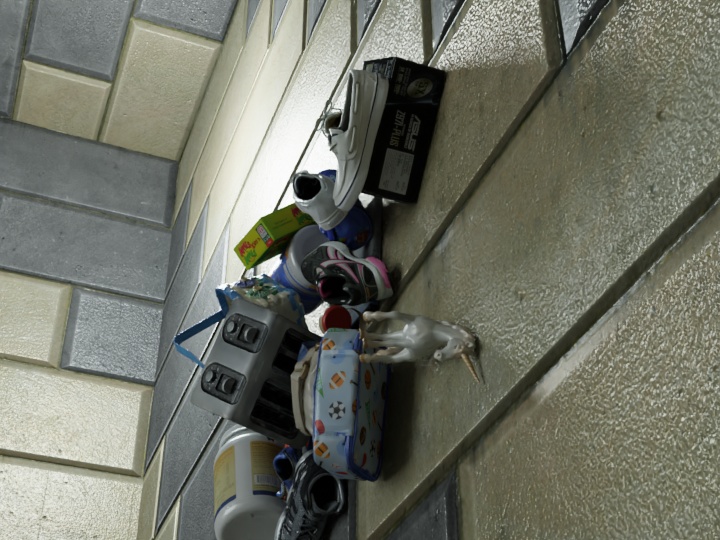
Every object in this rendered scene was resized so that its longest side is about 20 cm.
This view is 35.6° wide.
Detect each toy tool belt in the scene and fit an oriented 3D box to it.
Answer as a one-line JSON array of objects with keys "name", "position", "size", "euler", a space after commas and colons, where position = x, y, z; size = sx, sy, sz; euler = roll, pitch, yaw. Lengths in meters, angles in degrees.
[{"name": "toy tool belt", "position": [-0.051, 0.153, 1.684], "size": [0.123, 0.122, 0.204], "euler": [180, 89, -73]}]

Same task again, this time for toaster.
[{"name": "toaster", "position": [-0.140, 0.167, 1.746], "size": [0.118, 0.199, 0.183], "euler": [15, 78, 49]}]

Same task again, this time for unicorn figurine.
[{"name": "unicorn figurine", "position": [0.068, 0.087, 1.386], "size": [0.200, 0.134, 0.075], "euler": [-157, 70, -87]}]

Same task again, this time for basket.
[{"name": "basket", "position": [-0.201, 0.097, 1.871], "size": [0.175, 0.199, 0.141], "euler": [25, 145, 52]}]

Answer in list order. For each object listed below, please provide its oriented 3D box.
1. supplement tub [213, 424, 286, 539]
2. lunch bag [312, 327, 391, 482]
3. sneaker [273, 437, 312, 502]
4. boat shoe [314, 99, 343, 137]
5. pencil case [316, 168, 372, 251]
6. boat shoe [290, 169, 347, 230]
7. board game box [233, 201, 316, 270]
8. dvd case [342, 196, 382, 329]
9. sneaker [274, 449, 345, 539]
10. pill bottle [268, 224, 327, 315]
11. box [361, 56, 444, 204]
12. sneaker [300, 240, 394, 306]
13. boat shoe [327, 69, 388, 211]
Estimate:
[{"name": "supplement tub", "position": [-0.181, 0.373, 1.924], "size": [0.202, 0.142, 0.146], "euler": [-100, 28, -52]}, {"name": "lunch bag", "position": [-0.006, 0.181, 1.529], "size": [0.160, 0.074, 0.204], "euler": [47, -133, -61]}, {"name": "sneaker", "position": [-0.104, 0.302, 1.835], "size": [0.202, 0.077, 0.076], "euler": [-101, 29, -51]}, {"name": "boat shoe", "position": [-0.041, -0.262, 2.004], "size": [0.202, 0.085, 0.076], "euler": [-141, 65, -71]}, {"name": "pencil case", "position": [-0.040, -0.100, 1.827], "size": [0.200, 0.085, 0.079], "euler": [-119, 10, -64]}, {"name": "boat shoe", "position": [-0.078, -0.123, 1.746], "size": [0.072, 0.069, 0.200], "euler": [-38, 26, 5]}, {"name": "board game box", "position": [-0.121, -0.076, 1.956], "size": [0.048, 0.199, 0.102], "euler": [53, 133, 7]}, {"name": "dvd case", "position": [0.000, 0.000, 1.808], "size": [0.143, 0.017, 0.203], "euler": [130, 148, -56]}, {"name": "sneaker", "position": [-0.076, 0.376, 1.697], "size": [0.114, 0.074, 0.204], "euler": [172, 112, -75]}, {"name": "pill bottle", "position": [-0.101, 0.011, 1.966], "size": [0.200, 0.110, 0.114], "euler": [132, 146, -57]}, {"name": "box", "position": [0.043, -0.212, 1.699], "size": [0.164, 0.085, 0.204], "euler": [-158, 81, -72]}, {"name": "sneaker", "position": [-0.040, 0.009, 1.694], "size": [0.199, 0.085, 0.082], "euler": [8, 115, 55]}, {"name": "boat shoe", "position": [-0.016, -0.189, 1.616], "size": [0.072, 0.065, 0.203], "euler": [-127, 51, -67]}]
